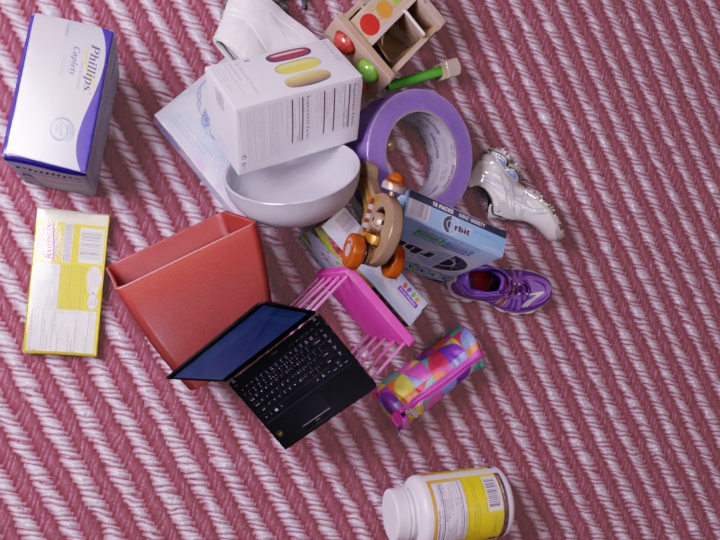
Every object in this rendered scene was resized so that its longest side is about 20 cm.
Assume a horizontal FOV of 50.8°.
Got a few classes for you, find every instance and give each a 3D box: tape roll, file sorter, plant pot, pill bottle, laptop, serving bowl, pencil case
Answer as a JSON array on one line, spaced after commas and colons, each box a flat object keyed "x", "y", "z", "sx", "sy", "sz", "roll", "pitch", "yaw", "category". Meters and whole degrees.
[{"x": 0.077, "y": -0.180, "z": 1.210, "sx": 0.195, "sy": 0.084, "sz": 0.207, "roll": -2, "pitch": 94, "yaw": -28, "category": "tape roll"}, {"x": -0.035, "y": 0.090, "z": 1.117, "sx": 0.125, "sy": 0.200, "sz": 0.140, "roll": -44, "pitch": 100, "yaw": -12, "category": "file sorter"}, {"x": -0.224, "y": 0.045, "z": 1.070, "sx": 0.197, "sy": 0.199, "sz": 0.180, "roll": -27, "pitch": 108, "yaw": -17, "category": "plant pot"}, {"x": 0.137, "y": 0.376, "z": 1.203, "sx": 0.194, "sy": 0.109, "sz": 0.113, "roll": -1, "pitch": 87, "yaw": -18, "category": "pill bottle"}, {"x": -0.110, "y": 0.142, "z": 0.975, "sx": 0.176, "sy": 0.104, "sz": 0.201, "roll": -35, "pitch": 101, "yaw": 22, "category": "laptop"}, {"x": -0.095, "y": -0.117, "z": 1.085, "sx": 0.195, "sy": 0.201, "sz": 0.067, "roll": -16, "pitch": 126, "yaw": -18, "category": "serving bowl"}, {"x": 0.113, "y": 0.175, "z": 1.221, "sx": 0.198, "sy": 0.088, "sz": 0.090, "roll": -36, "pitch": 98, "yaw": -17, "category": "pencil case"}]

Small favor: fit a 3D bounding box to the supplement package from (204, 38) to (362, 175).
[{"x": -0.108, "y": -0.237, "z": 1.084, "sx": 0.196, "sy": 0.111, "sz": 0.114, "roll": -21, "pitch": 52, "yaw": -24, "category": "supplement package"}]

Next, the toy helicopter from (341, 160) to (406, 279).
[{"x": 0.023, "y": -0.095, "z": 1.046, "sx": 0.077, "sy": 0.202, "sz": 0.134, "roll": 12, "pitch": 125, "yaw": -20, "category": "toy helicopter"}]

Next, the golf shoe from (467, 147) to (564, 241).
[{"x": 0.263, "y": -0.111, "z": 1.303, "sx": 0.097, "sy": 0.078, "sz": 0.200, "roll": -43, "pitch": 95, "yaw": 2, "category": "golf shoe"}]

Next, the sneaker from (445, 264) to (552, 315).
[{"x": 0.240, "y": 0.031, "z": 1.271, "sx": 0.194, "sy": 0.083, "sz": 0.083, "roll": 5, "pitch": 86, "yaw": -19, "category": "sneaker"}]

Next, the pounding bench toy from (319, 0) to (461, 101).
[{"x": 0.050, "y": -0.343, "z": 1.208, "sx": 0.200, "sy": 0.124, "sz": 0.156, "roll": 46, "pitch": 75, "yaw": -10, "category": "pounding bench toy"}]

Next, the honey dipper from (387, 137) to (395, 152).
[{"x": -0.026, "y": -0.169, "z": 1.223, "sx": 0.197, "sy": 0.038, "sz": 0.039, "roll": -29, "pitch": 96, "yaw": -22, "category": "honey dipper"}]

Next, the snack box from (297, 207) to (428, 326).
[{"x": 0.000, "y": 0.000, "z": 1.162, "sx": 0.053, "sy": 0.142, "sz": 0.201, "roll": -44, "pitch": 99, "yaw": -17, "category": "snack box"}]

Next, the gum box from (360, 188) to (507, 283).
[{"x": 0.101, "y": -0.046, "z": 1.163, "sx": 0.166, "sy": 0.199, "sz": 0.046, "roll": 21, "pitch": 72, "yaw": -17, "category": "gum box"}]

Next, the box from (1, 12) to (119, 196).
[{"x": -0.393, "y": -0.212, "z": 1.014, "sx": 0.102, "sy": 0.199, "sz": 0.190, "roll": 11, "pitch": 84, "yaw": -16, "category": "box"}]

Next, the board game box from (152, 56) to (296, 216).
[{"x": -0.179, "y": -0.215, "z": 1.166, "sx": 0.199, "sy": 0.043, "sz": 0.201, "roll": -43, "pitch": 100, "yaw": -19, "category": "board game box"}]

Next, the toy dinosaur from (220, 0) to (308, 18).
[{"x": -0.129, "y": -0.441, "z": 1.198, "sx": 0.200, "sy": 0.047, "sz": 0.088, "roll": -43, "pitch": 93, "yaw": -19, "category": "toy dinosaur"}]

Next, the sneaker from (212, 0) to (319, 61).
[{"x": -0.131, "y": -0.323, "z": 1.140, "sx": 0.198, "sy": 0.073, "sz": 0.118, "roll": 31, "pitch": 79, "yaw": -33, "category": "sneaker"}]

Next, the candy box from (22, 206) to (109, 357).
[{"x": -0.419, "y": 0.017, "z": 1.084, "sx": 0.099, "sy": 0.026, "sz": 0.206, "roll": 6, "pitch": 85, "yaw": -15, "category": "candy box"}]
